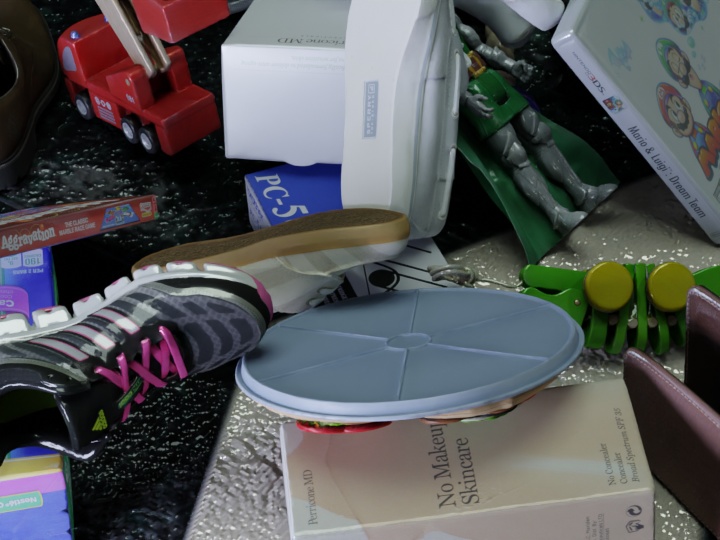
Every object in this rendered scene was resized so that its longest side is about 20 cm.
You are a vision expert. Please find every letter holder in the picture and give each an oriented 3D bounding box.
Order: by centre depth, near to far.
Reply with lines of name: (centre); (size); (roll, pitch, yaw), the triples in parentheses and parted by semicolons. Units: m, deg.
letter holder: (0.240, 0.083, 1.178); (0.100, 0.143, 0.200); (-24, 45, -20)

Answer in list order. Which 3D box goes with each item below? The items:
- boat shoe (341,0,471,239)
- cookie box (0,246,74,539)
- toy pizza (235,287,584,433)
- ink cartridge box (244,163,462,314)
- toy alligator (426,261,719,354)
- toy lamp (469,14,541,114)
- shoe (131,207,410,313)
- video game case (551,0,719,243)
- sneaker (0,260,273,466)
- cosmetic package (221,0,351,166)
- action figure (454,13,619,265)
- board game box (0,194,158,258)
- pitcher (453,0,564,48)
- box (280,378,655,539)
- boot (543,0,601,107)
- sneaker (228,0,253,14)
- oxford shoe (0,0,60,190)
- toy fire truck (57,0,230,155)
boat shoe: (0.037, -0.118, 1.345); (0.068, 0.202, 0.072); (6, -6, -40)
cookie box: (-0.259, 0.085, 1.284); (0.169, 0.076, 0.201); (-8, 42, -5)
toy pizza: (0.028, 0.054, 1.216); (0.198, 0.032, 0.200); (-6, 17, 2)
ink cartridge box: (0.000, 0.000, 1.374); (0.093, 0.044, 0.201); (-16, 42, -14)
toy alligator: (0.139, 0.024, 1.318); (0.198, 0.059, 0.055); (0, 84, -8)
toy lamp: (0.099, -0.170, 1.545); (0.058, 0.059, 0.201); (-4, 41, 2)
shoe: (-0.051, 0.002, 1.320); (0.199, 0.054, 0.070); (-11, 11, 33)
video game case: (0.214, -0.146, 1.430); (0.024, 0.182, 0.201); (-24, 26, 40)
sneaker: (-0.141, 0.059, 1.194); (0.198, 0.074, 0.088); (-15, 45, 0)
cosmetic package: (-0.023, -0.147, 1.478); (0.106, 0.086, 0.200); (3, 25, 9)
action figure: (0.082, -0.110, 1.406); (0.200, 0.055, 0.118); (48, 44, 1)
board game box: (-0.220, -0.024, 1.351); (0.102, 0.020, 0.200); (-4, 7, 25)
pitcher: (0.056, -0.232, 1.417); (0.200, 0.121, 0.172); (40, 9, -5)
box: (0.058, 0.129, 1.196); (0.198, 0.078, 0.095); (-8, 41, -3)
boot: (0.218, -0.198, 1.552); (0.196, 0.074, 0.163); (-11, 41, 0)
sneaker: (-0.128, -0.258, 1.659); (0.199, 0.075, 0.115); (26, 53, 30)
oxford shoe: (-0.259, -0.150, 1.545); (0.072, 0.085, 0.201); (-7, 40, 1)
toy fire truck: (-0.153, -0.156, 1.474); (0.049, 0.142, 0.199); (-30, 35, -25)
